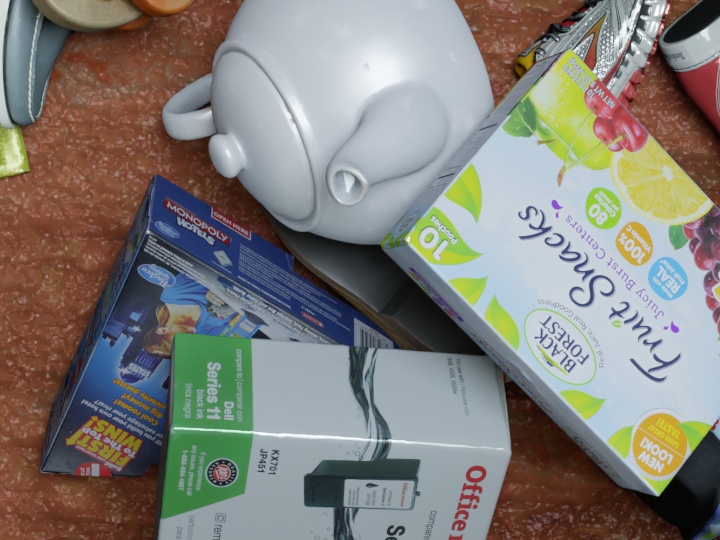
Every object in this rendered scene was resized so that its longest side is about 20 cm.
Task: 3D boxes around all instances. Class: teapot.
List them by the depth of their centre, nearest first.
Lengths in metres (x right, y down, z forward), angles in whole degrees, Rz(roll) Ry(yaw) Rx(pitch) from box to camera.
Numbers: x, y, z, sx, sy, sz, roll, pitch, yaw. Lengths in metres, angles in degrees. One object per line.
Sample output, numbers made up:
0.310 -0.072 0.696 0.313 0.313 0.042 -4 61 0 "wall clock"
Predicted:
-0.026 -0.094 0.942 0.145 0.200 0.198 -26 70 -21 "teapot"

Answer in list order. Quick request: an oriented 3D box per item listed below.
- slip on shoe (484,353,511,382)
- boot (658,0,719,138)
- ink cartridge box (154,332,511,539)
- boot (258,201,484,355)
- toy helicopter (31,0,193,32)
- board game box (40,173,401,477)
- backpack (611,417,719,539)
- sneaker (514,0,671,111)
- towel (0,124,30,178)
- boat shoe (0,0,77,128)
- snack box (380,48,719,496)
0.083 -0.027 1.040 0.061 0.074 0.202 -18 99 -11 "slip on shoe"
0.307 -0.149 1.062 0.200 0.072 0.145 -39 109 -10 "boot"
-0.020 0.122 0.954 0.198 0.083 0.148 4 129 -8 "ink cartridge box"
0.000 0.000 1.036 0.073 0.076 0.200 -39 75 -22 "boot"
-0.166 -0.245 0.954 0.131 0.079 0.202 6 86 -32 "toy helicopter"
-0.104 0.071 1.004 0.199 0.062 0.200 32 121 -23 "board game box"
0.267 0.080 0.999 0.147 0.183 0.200 42 79 17 "backpack"
0.147 -0.143 1.037 0.081 0.078 0.202 21 88 0 "sneaker"
-0.277 -0.153 1.029 0.085 0.018 0.202 -13 93 -4 "towel"
-0.188 -0.186 1.009 0.061 0.073 0.202 11 86 -1 "boat shoe"
0.128 0.002 0.869 0.200 0.053 0.142 44 78 -12 "snack box"
